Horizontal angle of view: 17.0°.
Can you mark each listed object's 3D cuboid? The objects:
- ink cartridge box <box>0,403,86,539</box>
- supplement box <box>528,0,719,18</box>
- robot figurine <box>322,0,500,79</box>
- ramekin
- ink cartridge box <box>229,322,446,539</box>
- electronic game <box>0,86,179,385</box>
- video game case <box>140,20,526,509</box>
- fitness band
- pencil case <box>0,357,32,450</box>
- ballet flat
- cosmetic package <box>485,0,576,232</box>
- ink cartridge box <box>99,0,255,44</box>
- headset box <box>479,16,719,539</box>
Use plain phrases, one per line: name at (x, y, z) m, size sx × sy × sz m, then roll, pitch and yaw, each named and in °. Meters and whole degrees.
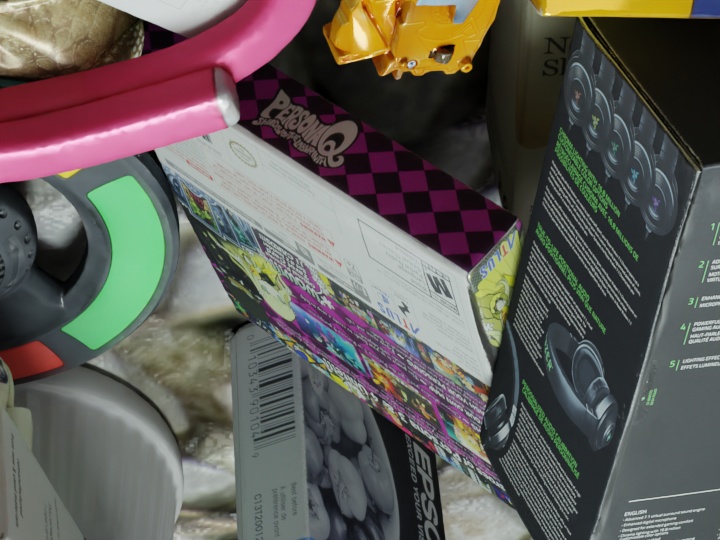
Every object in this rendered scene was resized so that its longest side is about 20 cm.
ink cartridge box at (-0.172, 0.169, 0.994) m, size 0.145 × 0.085 × 0.201 m, roll -19°, pitch 130°, yaw 5°
supplement box at (0.104, -0.188, 0.741) m, size 0.108 × 0.110 × 0.201 m, roll 0°, pitch 116°, yaw -11°
robot figurine at (0.024, -0.161, 0.702) m, size 0.058 × 0.145 × 0.201 m, roll -7°, pitch 139°, yaw -22°
ramekin at (-0.182, 0.134, 1.148) m, size 0.201 × 0.095 × 0.203 m, roll -5°, pitch 141°, yaw -4°
ink cartridge box at (0.008, 0.150, 1.121) m, size 0.043 × 0.199 × 0.200 m, roll -21°, pitch 141°, yaw 20°
electronic game at (-0.175, -0.012, 1.008) m, size 0.199 × 0.042 × 0.200 m, roll -4°, pitch 142°, yaw -3°
video game case at (0.000, 0.000, 0.955) m, size 0.036 × 0.200 × 0.182 m, roll -44°, pitch 143°, yaw -18°
fitness band at (-0.111, -0.094, 0.832) m, size 0.199 × 0.038 × 0.144 m, roll -14°, pitch 140°, yaw 5°
pencil case at (-0.235, 0.043, 0.984) m, size 0.199 × 0.078 × 0.089 m, roll 23°, pitch 161°, yaw -26°
ballet flat at (-0.180, -0.105, 0.895) m, size 0.199 × 0.071 × 0.066 m, roll -1°, pitch 113°, yaw -14°
cosmetic package at (0.105, -0.106, 0.926) m, size 0.105 × 0.071 × 0.201 m, roll -6°, pitch 141°, yaw -3°
ink cartridge box at (-0.106, -0.161, 0.829) m, size 0.199 × 0.060 × 0.104 m, roll 20°, pitch 133°, yaw -30°
headset box at (0.149, 0.000, 0.825) m, size 0.173 × 0.093 × 0.201 m, roll -7°, pitch 131°, yaw -21°
